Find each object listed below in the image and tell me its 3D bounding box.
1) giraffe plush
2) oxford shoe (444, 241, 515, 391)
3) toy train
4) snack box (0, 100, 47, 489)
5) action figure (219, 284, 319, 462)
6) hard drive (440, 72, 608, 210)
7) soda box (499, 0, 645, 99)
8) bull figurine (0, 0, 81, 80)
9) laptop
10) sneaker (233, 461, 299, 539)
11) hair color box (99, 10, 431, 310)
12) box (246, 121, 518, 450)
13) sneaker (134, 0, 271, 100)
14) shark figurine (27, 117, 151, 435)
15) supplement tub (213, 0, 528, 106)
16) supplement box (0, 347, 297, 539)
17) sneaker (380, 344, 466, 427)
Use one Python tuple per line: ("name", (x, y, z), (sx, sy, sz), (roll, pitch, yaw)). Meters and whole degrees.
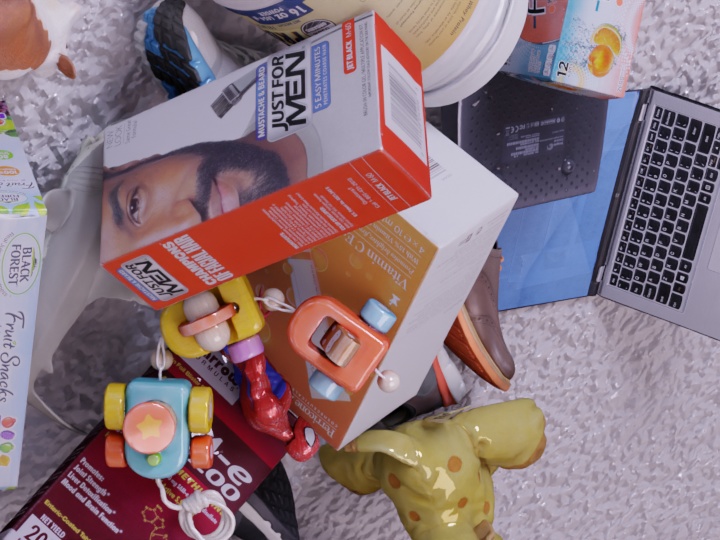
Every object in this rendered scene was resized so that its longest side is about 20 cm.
("giraffe plush", (0.069, 0.190, 1.635), (0.172, 0.163, 0.200), (-12, 174, -4))
("oxford shoe", (0.086, 0.016, 1.647), (0.073, 0.071, 0.200), (-41, 136, -12))
("toy train", (-0.076, 0.078, 1.396), (0.200, 0.150, 0.056), (-49, 180, 7))
("snack box", (-0.237, 0.016, 1.345), (0.053, 0.142, 0.201), (-2, 121, -21))
("action figure", (-0.085, 0.039, 1.454), (0.052, 0.065, 0.200), (-29, 91, -15))
("hard drive", (0.116, -0.143, 1.555), (0.135, 0.042, 0.201), (-13, 117, -30))
("soda box", (0.157, -0.221, 1.485), (0.068, 0.064, 0.201), (11, 93, -34))
("bull figurine", (-0.243, -0.161, 1.275), (0.199, 0.065, 0.122), (-10, 122, -35))
("laptop", (0.210, -0.032, 1.676), (0.116, 0.199, 0.188), (-44, 150, -55))
("sneaker", (-0.118, 0.155, 1.612), (0.083, 0.072, 0.200), (-23, 141, 18))
("hair color box", (-0.060, -0.065, 1.326), (0.200, 0.111, 0.064), (-23, 140, 24))
("box", (0.000, 0.000, 1.479), (0.097, 0.124, 0.200), (-32, 155, -46))
("sneaker", (-0.078, -0.123, 1.430), (0.087, 0.075, 0.200), (-45, 145, -11))
("shark figurine", (-0.176, 0.019, 1.399), (0.089, 0.128, 0.215), (21, 106, 2))
("supplement tub", (0.000, -0.196, 1.374), (0.200, 0.144, 0.145), (28, 102, -45))
("supplement box", (-0.142, 0.146, 1.478), (0.109, 0.061, 0.200), (43, 68, -6))
("sneaker", (0.015, 0.054, 1.618), (0.082, 0.077, 0.200), (-33, 134, -4))
